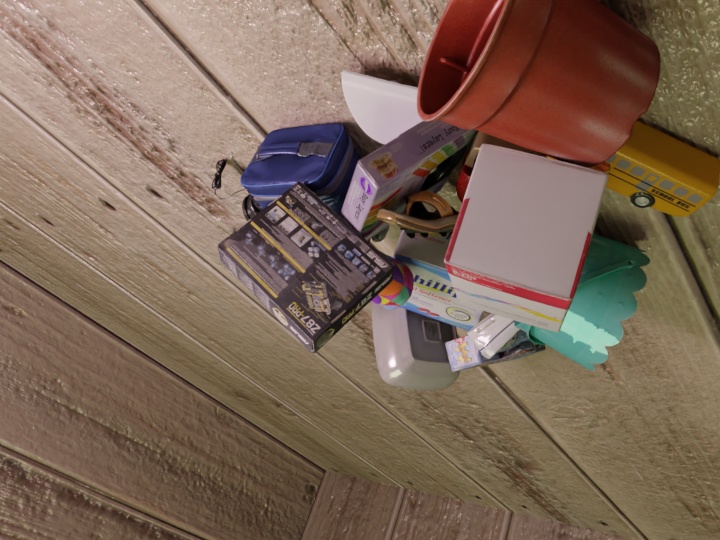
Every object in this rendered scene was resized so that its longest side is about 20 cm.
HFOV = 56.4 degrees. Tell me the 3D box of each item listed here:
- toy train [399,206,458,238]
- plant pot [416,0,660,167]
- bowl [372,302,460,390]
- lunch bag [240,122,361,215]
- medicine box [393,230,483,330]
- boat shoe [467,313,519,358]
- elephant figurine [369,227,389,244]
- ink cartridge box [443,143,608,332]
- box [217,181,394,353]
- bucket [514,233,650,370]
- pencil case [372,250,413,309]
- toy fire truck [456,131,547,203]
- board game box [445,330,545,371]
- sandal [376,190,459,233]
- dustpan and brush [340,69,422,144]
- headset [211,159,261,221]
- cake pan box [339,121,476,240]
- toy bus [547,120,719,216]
[{"bbox_3d":[0.137,-0.079,1.049,0.197,0.047,0.034,-5,160,-37],"label":"toy train"},{"bbox_3d":[0.189,-0.215,0.707,0.192,0.204,0.201,21,155,-16],"label":"plant pot"},{"bbox_3d":[0.123,0.133,1.350,0.197,0.204,0.074,10,155,-33],"label":"bowl"},{"bbox_3d":[-0.094,-0.156,1.080,0.197,0.137,0.133,2,144,33],"label":"lunch bag"},{"bbox_3d":[0.152,0.004,1.224,0.179,0.104,0.201,18,154,9],"label":"medicine box"},{"bbox_3d":[0.271,0.064,1.177,0.067,0.200,0.074,44,-178,6],"label":"boat shoe"},{"bbox_3d":[-0.031,-0.031,1.191,0.140,0.203,0.155,0,147,38],"label":"elephant figurine"},{"bbox_3d":[0.193,-0.029,0.797,0.142,0.148,0.200,16,169,17],"label":"ink cartridge box"},{"bbox_3d":[-0.075,-0.010,0.932,0.199,0.161,0.049,41,155,18],"label":"box"},{"bbox_3d":[0.334,0.035,1.037,0.133,0.209,0.208,24,154,7],"label":"bucket"},{"bbox_3d":[0.000,0.000,1.074,0.087,0.090,0.198,-5,159,43],"label":"pencil case"},{"bbox_3d":[0.218,-0.108,0.970,0.173,0.130,0.201,23,144,-1],"label":"toy fire truck"},{"bbox_3d":[0.278,0.143,1.315,0.196,0.063,0.200,-8,166,-26],"label":"board game box"},{"bbox_3d":[0.098,-0.084,0.941,0.197,0.055,0.080,-4,-167,-42],"label":"sandal"},{"bbox_3d":[0.045,-0.212,0.976,0.137,0.058,0.202,17,147,13],"label":"dustpan and brush"},{"bbox_3d":[-0.183,-0.146,1.276,0.196,0.096,0.124,14,153,-18],"label":"headset"},{"bbox_3d":[0.064,-0.134,0.953,0.053,0.199,0.185,51,155,10],"label":"cake pan box"},{"bbox_3d":[0.340,-0.140,0.846,0.197,0.066,0.078,24,154,-3],"label":"toy bus"}]
